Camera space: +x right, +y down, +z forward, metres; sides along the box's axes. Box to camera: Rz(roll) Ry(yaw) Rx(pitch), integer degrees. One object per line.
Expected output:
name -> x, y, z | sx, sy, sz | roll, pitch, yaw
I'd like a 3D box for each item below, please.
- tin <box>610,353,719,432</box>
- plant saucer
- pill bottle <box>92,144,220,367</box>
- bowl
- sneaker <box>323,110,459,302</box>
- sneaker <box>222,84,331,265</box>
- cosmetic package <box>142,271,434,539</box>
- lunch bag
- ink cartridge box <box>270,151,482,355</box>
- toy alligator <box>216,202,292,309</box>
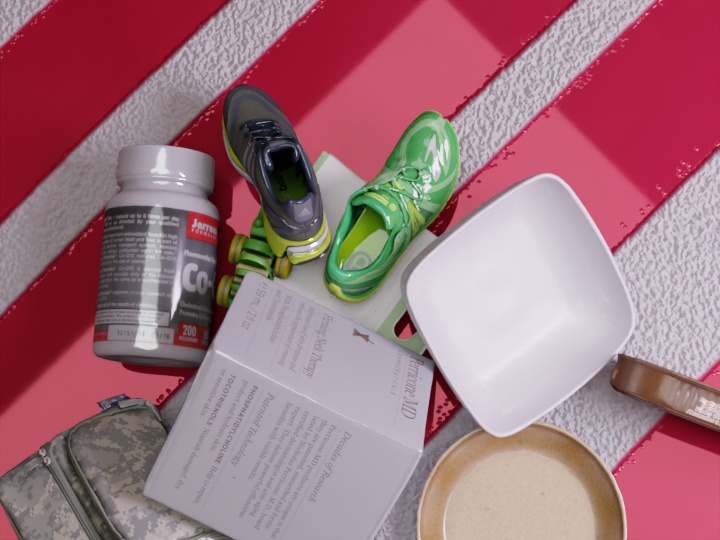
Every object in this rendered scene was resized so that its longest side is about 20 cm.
tin -> 0.327, 0.128, 1.304 | 0.198, 0.112, 0.042 | 21, 92, 8
plant saucer -> 0.151, 0.244, 1.334 | 0.197, 0.035, 0.203 | -1, 81, 3
pill bottle -> -0.194, -0.013, 1.359 | 0.112, 0.114, 0.203 | 3, 81, 4
bowl -> 0.141, 0.029, 1.318 | 0.199, 0.075, 0.201 | -36, 107, -12
sneaker -> 0.033, -0.060, 1.320 | 0.073, 0.084, 0.202 | 29, 82, 10
sneaker -> -0.078, -0.106, 1.316 | 0.073, 0.081, 0.201 | -19, 58, -15
cosmetic package -> -0.059, 0.139, 1.256 | 0.198, 0.168, 0.168 | 26, 114, -4
lunch bag -> -0.220, 0.231, 1.294 | 0.167, 0.140, 0.200 | -32, 56, -11
ink cartridge box -> 0.000, 0.000, 1.377 | 0.199, 0.048, 0.146 | 37, 85, 8
toy alligator -> -0.094, -0.023, 1.340 | 0.058, 0.054, 0.203 | 15, 82, 8
